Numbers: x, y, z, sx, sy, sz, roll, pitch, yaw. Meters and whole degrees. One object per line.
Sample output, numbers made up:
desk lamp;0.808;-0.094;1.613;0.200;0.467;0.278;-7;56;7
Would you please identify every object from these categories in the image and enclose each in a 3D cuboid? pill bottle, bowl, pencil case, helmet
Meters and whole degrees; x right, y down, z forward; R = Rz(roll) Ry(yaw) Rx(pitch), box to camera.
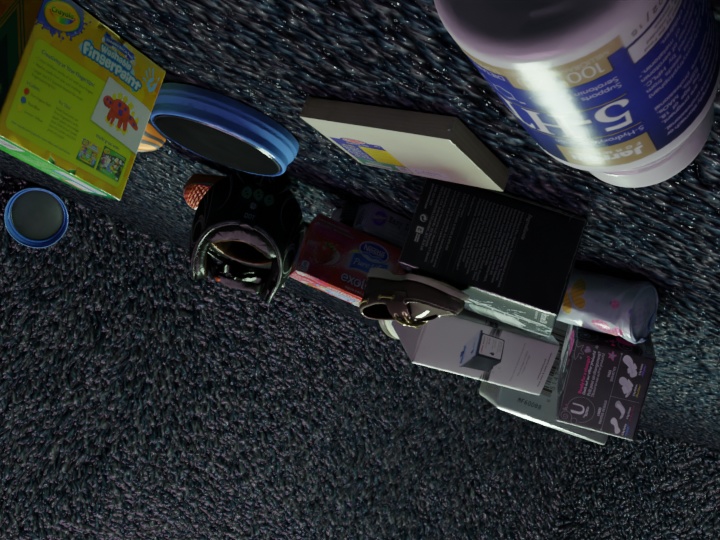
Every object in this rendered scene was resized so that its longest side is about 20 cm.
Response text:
pill bottle;0.129;-0.123;0.521;0.118;0.121;0.199;15;171;34
bowl;-0.179;-0.178;1.253;0.198;0.040;0.201;19;171;3
bowl;-1.045;-0.174;3.107;0.198;0.203;0.039;23;-167;-20
pencil case;0.308;0.038;1.328;0.198;0.085;0.090;15;-175;37
helmet;-0.179;-0.059;1.536;0.197;0.202;0.192;21;-147;-8

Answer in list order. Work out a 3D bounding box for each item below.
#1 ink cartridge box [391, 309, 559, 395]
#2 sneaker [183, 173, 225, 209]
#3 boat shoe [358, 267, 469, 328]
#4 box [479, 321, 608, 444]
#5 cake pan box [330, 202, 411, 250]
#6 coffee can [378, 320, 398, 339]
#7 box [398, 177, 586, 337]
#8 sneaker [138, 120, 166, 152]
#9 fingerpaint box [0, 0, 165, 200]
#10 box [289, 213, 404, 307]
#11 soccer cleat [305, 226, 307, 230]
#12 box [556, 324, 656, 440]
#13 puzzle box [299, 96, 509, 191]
ink cartridge box;0.157;0.088;1.354;0.197;0.087;0.147;14;-164;-14
sneaker;-0.202;-0.130;1.649;0.197;0.074;0.078;16;-150;-10
boat shoe;0.060;0.038;1.154;0.071;0.060;0.199;27;171;-28
box;0.329;0.155;1.605;0.197;0.202;0.171;20;179;-4
cake pan box;0.055;-0.047;1.542;0.198;0.053;0.184;23;170;-18
coffee can;0.149;0.073;1.759;0.198;0.148;0.146;13;170;44
box;0.164;-0.016;1.192;0.194;0.126;0.200;17;172;12
sneaker;-0.320;-0.211;1.280;0.111;0.079;0.199;15;170;44
fingerpaint box;-0.327;-0.195;1.067;0.072;0.169;0.200;13;171;30
box;0.000;0.000;1.469;0.198;0.097;0.100;23;170;-8
soccer cleat;-0.129;-0.066;1.853;0.077;0.070;0.199;17;175;45
box;0.351;0.133;1.397;0.113;0.134;0.200;12;-161;8
puzzle box;0.046;-0.135;1.022;0.198;0.026;0.133;16;171;36
